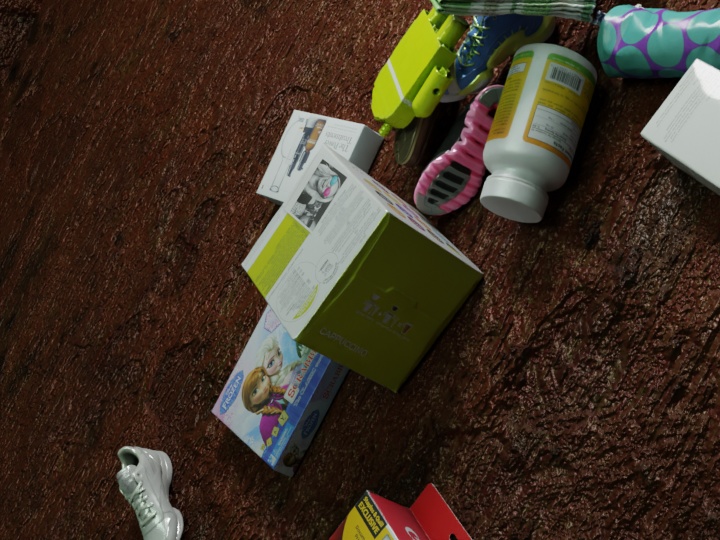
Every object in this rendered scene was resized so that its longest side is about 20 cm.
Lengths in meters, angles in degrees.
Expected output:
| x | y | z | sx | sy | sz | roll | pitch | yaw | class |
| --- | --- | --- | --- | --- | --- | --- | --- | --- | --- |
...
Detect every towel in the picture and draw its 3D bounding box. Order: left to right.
| x | y | z | sx | sy | sz | roll | pitch | yaw | class |
| --- | --- | --- | --- | --- | --- | --- | --- | --- | --- |
| 0.180 | -0.336 | 1.392 | 0.150 | 0.196 | 0.031 | -105 | 15 | -68 | towel |

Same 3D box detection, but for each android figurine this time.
| x | y | z | sx | sy | sz | roll | pitch | yaw | class |
| --- | --- | --- | --- | --- | --- | --- | --- | --- | --- |
| 0.077 | -0.277 | 1.541 | 0.201 | 0.041 | 0.183 | -55 | 27 | 24 | android figurine |

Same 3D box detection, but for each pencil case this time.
| x | y | z | sx | sy | sz | roll | pitch | yaw | class |
| --- | --- | --- | --- | --- | --- | --- | --- | --- | --- |
| 0.370 | -0.271 | 1.303 | 0.198 | 0.084 | 0.094 | 15 | 85 | 50 | pencil case |

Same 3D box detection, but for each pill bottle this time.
| x | y | z | sx | sy | sz | roll | pitch | yaw | class |
| --- | --- | --- | --- | --- | --- | --- | --- | --- | --- |
| 0.216 | -0.168 | 1.390 | 0.110 | 0.110 | 0.203 | 6 | 72 | 49 | pill bottle |

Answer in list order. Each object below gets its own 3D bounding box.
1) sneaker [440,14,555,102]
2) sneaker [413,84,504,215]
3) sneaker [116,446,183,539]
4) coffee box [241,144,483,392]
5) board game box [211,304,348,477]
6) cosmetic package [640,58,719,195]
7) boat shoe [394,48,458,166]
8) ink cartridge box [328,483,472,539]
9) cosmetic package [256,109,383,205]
| x | y | z | sx | sy | sz | roll | pitch | yaw | class |
| --- | --- | --- | --- | --- | --- | --- | --- | --- | --- |
| 0.164 | -0.318 | 1.510 | 0.199 | 0.105 | 0.076 | -36 | 41 | 4 | sneaker |
| 0.139 | -0.165 | 1.522 | 0.201 | 0.078 | 0.096 | -54 | 17 | 9 | sneaker |
| -0.329 | 0.354 | 1.695 | 0.075 | 0.099 | 0.201 | -42 | 44 | 18 | sneaker |
| 0.000 | 0.000 | 1.460 | 0.201 | 0.198 | 0.198 | -53 | 40 | 9 | coffee box |
| -0.114 | 0.162 | 1.615 | 0.199 | 0.041 | 0.202 | 27 | 89 | 52 | board game box |
| 0.405 | -0.129 | 1.179 | 0.108 | 0.084 | 0.200 | -52 | 40 | 12 | cosmetic package |
| 0.101 | -0.238 | 1.590 | 0.072 | 0.067 | 0.203 | -18 | 53 | 61 | boat shoe |
| 0.049 | 0.359 | 1.285 | 0.177 | 0.083 | 0.200 | -53 | 39 | 10 | ink cartridge box |
| -0.067 | -0.164 | 1.753 | 0.199 | 0.051 | 0.153 | 20 | 86 | 51 | cosmetic package |
